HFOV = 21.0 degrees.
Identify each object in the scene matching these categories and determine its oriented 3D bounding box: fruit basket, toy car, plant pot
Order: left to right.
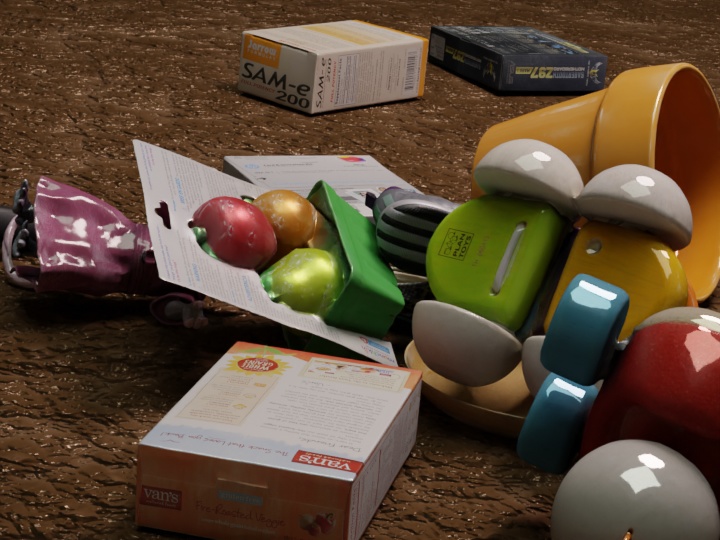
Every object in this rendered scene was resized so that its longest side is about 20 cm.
[{"bbox_3d":[-0.074,-0.009,1.427,0.198,0.094,0.186,15,30,-24],"label":"fruit basket"},{"bbox_3d":[0.129,0.083,1.406,0.198,0.028,0.200,6,18,-2],"label":"plant pot"},{"bbox_3d":[0.144,0.017,1.362,0.199,0.176,0.150,16,-14,29],"label":"toy car"},{"bbox_3d":[0.201,-0.070,1.668,0.182,0.202,0.200,-2,12,29],"label":"plant pot"},{"bbox_3d":[0.161,0.139,1.107,0.183,0.178,0.200,24,50,13],"label":"toy car"}]

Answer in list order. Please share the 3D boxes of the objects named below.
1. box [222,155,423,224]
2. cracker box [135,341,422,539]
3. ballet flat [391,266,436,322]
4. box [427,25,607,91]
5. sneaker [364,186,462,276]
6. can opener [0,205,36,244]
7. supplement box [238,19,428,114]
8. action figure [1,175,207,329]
[{"bbox_3d":[-0.024,-0.062,1.785,0.154,0.042,0.200,-2,20,-24],"label":"box"},{"bbox_3d":[-0.047,0.109,1.219,0.133,0.058,0.200,9,17,12],"label":"cracker box"},{"bbox_3d":[0.000,0.000,1.555,0.198,0.073,0.072,10,18,12],"label":"ballet flat"},{"bbox_3d":[0.200,-0.273,2.491,0.156,0.052,0.200,-4,19,-26],"label":"box"},{"bbox_3d":[0.099,-0.022,1.494,0.199,0.075,0.088,21,16,-20],"label":"sneaker"},{"bbox_3d":[-0.322,-0.038,1.576,0.063,0.079,0.199,22,12,26],"label":"can opener"},{"bbox_3d":[-0.031,-0.241,2.281,0.125,0.074,0.199,21,23,39],"label":"supplement box"},{"bbox_3d":[-0.176,-0.001,1.513,0.198,0.135,0.149,13,-28,-17],"label":"action figure"}]
